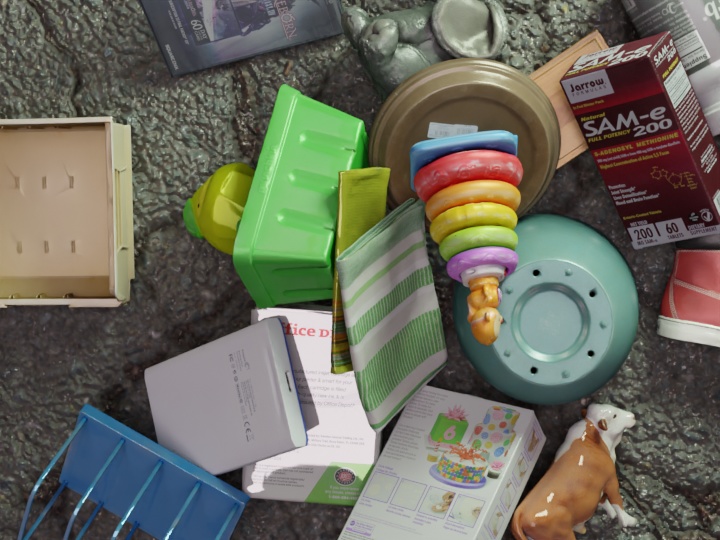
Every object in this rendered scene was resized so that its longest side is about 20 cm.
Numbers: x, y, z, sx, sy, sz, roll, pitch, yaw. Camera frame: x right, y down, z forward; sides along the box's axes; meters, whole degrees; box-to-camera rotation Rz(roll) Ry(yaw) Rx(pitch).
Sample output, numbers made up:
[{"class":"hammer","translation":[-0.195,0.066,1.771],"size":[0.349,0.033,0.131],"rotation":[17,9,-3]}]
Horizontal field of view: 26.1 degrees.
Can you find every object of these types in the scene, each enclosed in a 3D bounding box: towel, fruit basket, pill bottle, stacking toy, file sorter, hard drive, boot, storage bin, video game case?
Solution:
[{"class":"towel","translation":[0.000,0.000,1.537],"size":[0.018,0.086,0.202],"rotation":[8,101,29]},{"class":"fruit basket","translation":[-0.099,-0.071,1.588],"size":[0.213,0.156,0.218],"rotation":[-4,65,8]},{"class":"pill bottle","translation":[0.344,-0.244,1.568],"size":[0.115,0.116,0.201],"rotation":[-28,92,6]},{"class":"stacking toy","translation":[0.112,-0.026,1.485],"size":[0.108,0.116,0.202],"rotation":[-7,70,0]},{"class":"file sorter","translation":[-0.242,0.267,1.621],"size":[0.199,0.123,0.139],"rotation":[29,136,2]},{"class":"hard drive","translation":[-0.143,0.141,1.615],"size":[0.199,0.025,0.133],"rotation":[-23,76,40]},{"class":"boot","translation":[0.417,0.014,1.603],"size":[0.198,0.072,0.146],"rotation":[11,93,8]},{"class":"storage bin","translation":[-0.348,-0.060,1.651],"size":[0.197,0.094,0.201],"rotation":[-1,93,5]},{"class":"towel","translation":[0.035,0.044,1.565],"size":[0.023,0.152,0.202],"rotation":[11,124,33]},{"class":"video game case","translation":[-0.124,-0.280,1.608],"size":[0.198,0.019,0.144],"rotation":[-13,138,6]}]

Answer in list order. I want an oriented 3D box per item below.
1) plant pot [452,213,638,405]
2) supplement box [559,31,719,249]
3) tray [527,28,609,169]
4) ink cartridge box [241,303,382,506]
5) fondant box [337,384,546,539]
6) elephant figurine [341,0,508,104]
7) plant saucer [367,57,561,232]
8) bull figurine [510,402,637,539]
[{"class":"plant pot","translation":[0.191,0.045,1.577],"size":[0.198,0.161,0.203],"rotation":[0,93,4]},{"class":"supplement box","translation":[0.292,-0.127,1.556],"size":[0.108,0.061,0.201],"rotation":[-12,114,40]},{"class":"tray","translation":[0.190,-0.154,1.627],"size":[0.199,0.037,0.099],"rotation":[-34,91,5]},{"class":"ink cartridge box","translation":[-0.046,0.139,1.642],"size":[0.144,0.084,0.203],"rotation":[4,95,4]},{"class":"fondant box","translation":[0.083,0.223,1.573],"size":[0.143,0.058,0.201],"rotation":[10,59,33]},{"class":"elephant figurine","translation":[0.092,-0.255,1.583],"size":[0.199,0.142,0.156],"rotation":[-29,136,-1]},{"class":"plant saucer","translation":[0.106,-0.117,1.569],"size":[0.198,0.030,0.202],"rotation":[-1,121,-2]},{"class":"bull figurine","translation":[0.229,0.231,1.605],"size":[0.200,0.065,0.122],"rotation":[-42,104,-32]}]
